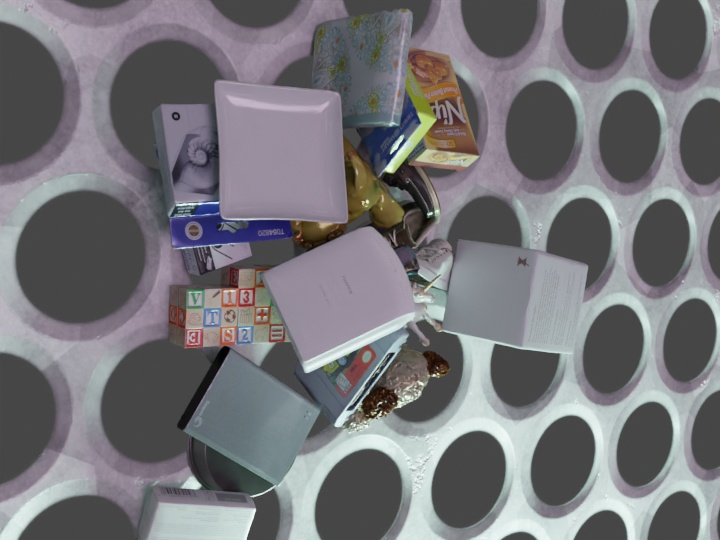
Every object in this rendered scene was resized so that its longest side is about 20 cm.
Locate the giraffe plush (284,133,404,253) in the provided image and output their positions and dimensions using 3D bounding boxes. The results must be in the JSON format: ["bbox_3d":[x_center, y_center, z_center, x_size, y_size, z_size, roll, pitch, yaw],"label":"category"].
[{"bbox_3d":[-0.039,-0.097,1.574,0.162,0.200,0.173,-39,109,6],"label":"giraffe plush"}]

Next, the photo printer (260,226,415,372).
[{"bbox_3d":[-0.026,0.036,1.491,0.199,0.070,0.167,-24,73,-7],"label":"photo printer"}]

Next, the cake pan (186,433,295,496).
[{"bbox_3d":[-0.175,0.267,1.585,0.199,0.037,0.202,-5,99,-35],"label":"cake pan"}]

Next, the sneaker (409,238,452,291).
[{"bbox_3d":[0.109,-0.019,1.694,0.200,0.072,0.085,19,86,-71],"label":"sneaker"}]

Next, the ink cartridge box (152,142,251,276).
[{"bbox_3d":[-0.232,-0.102,1.491,0.094,0.044,0.202,-22,107,-32],"label":"ink cartridge box"}]

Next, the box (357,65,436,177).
[{"bbox_3d":[0.044,-0.248,1.557,0.047,0.201,0.122,11,133,-36],"label":"box"}]

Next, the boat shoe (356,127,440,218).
[{"bbox_3d":[0.061,-0.167,1.654,0.066,0.072,0.202,-29,85,-9],"label":"boat shoe"}]

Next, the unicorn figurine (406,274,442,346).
[{"bbox_3d":[0.079,0.055,1.634,0.074,0.199,0.137,-53,127,-14],"label":"unicorn figurine"}]

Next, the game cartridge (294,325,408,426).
[{"bbox_3d":[-0.022,0.128,1.572,0.041,0.133,0.201,6,125,-50],"label":"game cartridge"}]

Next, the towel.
[{"bbox_3d":[-0.004,-0.303,1.535,0.048,0.199,0.173,2,93,-41],"label":"towel"}]

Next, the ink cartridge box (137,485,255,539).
[{"bbox_3d":[-0.264,0.429,1.537,0.160,0.050,0.201,11,109,-28],"label":"ink cartridge box"}]

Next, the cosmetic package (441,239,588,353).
[{"bbox_3d":[0.274,0.047,1.770,0.199,0.165,0.169,12,89,-52],"label":"cosmetic package"}]

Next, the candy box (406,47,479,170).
[{"bbox_3d":[0.114,-0.266,1.654,0.115,0.055,0.201,2,64,-35],"label":"candy box"}]

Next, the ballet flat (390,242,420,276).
[{"bbox_3d":[0.000,0.000,1.605,0.072,0.199,0.072,42,38,-46],"label":"ballet flat"}]

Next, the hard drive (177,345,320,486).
[{"bbox_3d":[-0.168,0.224,1.541,0.200,0.033,0.140,38,74,-32],"label":"hard drive"}]

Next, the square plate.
[{"bbox_3d":[-0.116,-0.167,1.448,0.197,0.028,0.202,1,80,-27],"label":"square plate"}]

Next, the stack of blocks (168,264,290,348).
[{"bbox_3d":[-0.188,0.052,1.534,0.199,0.058,0.116,-2,97,-35],"label":"stack of blocks"}]

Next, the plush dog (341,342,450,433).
[{"bbox_3d":[0.045,0.166,1.644,0.200,0.171,0.161,-36,115,-25],"label":"plush dog"}]

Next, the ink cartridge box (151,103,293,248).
[{"bbox_3d":[-0.189,-0.140,1.446,0.198,0.041,0.202,-7,85,-32],"label":"ink cartridge box"}]

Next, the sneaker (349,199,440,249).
[{"bbox_3d":[0.050,-0.054,1.670,0.200,0.090,0.067,-38,116,-26],"label":"sneaker"}]
